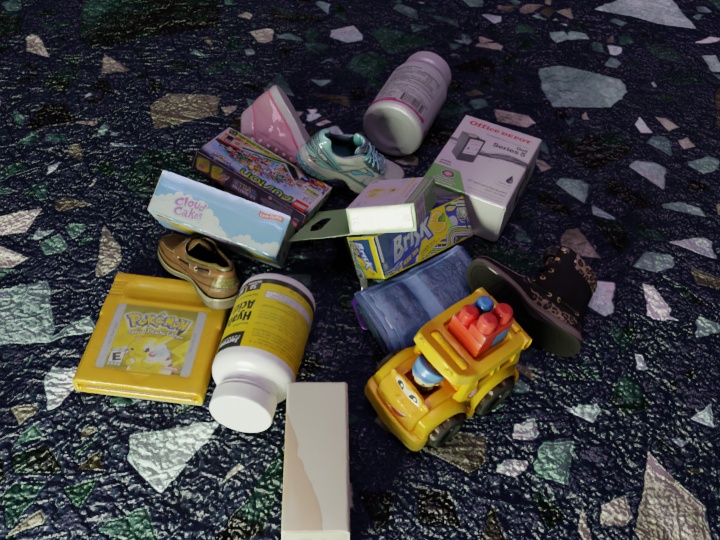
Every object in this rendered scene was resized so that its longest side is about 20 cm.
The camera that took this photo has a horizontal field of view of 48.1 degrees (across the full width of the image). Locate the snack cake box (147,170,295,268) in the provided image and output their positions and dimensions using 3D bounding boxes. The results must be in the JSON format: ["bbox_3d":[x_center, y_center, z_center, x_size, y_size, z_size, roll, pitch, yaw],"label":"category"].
[{"bbox_3d":[-0.203,-0.073,1.206,0.200,0.115,0.067,20,82,2],"label":"snack cake box"}]

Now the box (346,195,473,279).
[{"bbox_3d":[0.078,-0.052,1.231,0.200,0.070,0.064,-25,16,-35],"label":"box"}]

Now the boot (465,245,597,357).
[{"bbox_3d":[0.262,0.018,1.199,0.200,0.073,0.151,36,50,1],"label":"boot"}]

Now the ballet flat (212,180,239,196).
[{"bbox_3d":[-0.218,-0.124,1.313,0.067,0.062,0.200,-7,49,-10],"label":"ballet flat"}]

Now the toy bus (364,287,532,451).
[{"bbox_3d":[0.120,0.113,1.037,0.200,0.192,0.136,-29,66,-25],"label":"toy bus"}]

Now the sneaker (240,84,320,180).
[{"bbox_3d":[-0.141,-0.217,1.405,0.105,0.075,0.200,-31,72,9],"label":"sneaker"}]

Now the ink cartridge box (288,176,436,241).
[{"bbox_3d":[0.003,-0.093,1.209,0.200,0.048,0.146,-2,21,19],"label":"ink cartridge box"}]

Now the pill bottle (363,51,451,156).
[{"bbox_3d":[0.091,-0.309,1.472,0.113,0.113,0.200,20,49,12],"label":"pill bottle"}]

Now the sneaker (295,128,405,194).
[{"bbox_3d":[-0.001,-0.179,1.333,0.200,0.086,0.078,10,54,-31],"label":"sneaker"}]

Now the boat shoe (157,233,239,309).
[{"bbox_3d":[-0.236,-0.020,1.188,0.072,0.068,0.200,-19,37,-37],"label":"boat shoe"}]

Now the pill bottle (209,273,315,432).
[{"bbox_3d":[-0.133,0.110,1.077,0.111,0.111,0.200,10,48,4],"label":"pill bottle"}]

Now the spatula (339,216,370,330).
[{"bbox_3d":[0.000,0.000,1.234,0.056,0.021,0.200,-11,66,-15],"label":"spatula"}]

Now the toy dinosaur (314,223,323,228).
[{"bbox_3d":[0.012,-0.070,1.303,0.200,0.060,0.106,-15,35,-4],"label":"toy dinosaur"}]

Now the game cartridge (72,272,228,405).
[{"bbox_3d":[-0.286,0.091,1.135,0.176,0.032,0.200,6,48,1],"label":"game cartridge"}]

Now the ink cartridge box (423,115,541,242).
[{"bbox_3d":[0.203,-0.161,1.368,0.145,0.084,0.200,22,50,14],"label":"ink cartridge box"}]

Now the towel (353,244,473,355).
[{"bbox_3d":[0.099,0.044,1.190,0.200,0.049,0.112,-23,65,-25],"label":"towel"}]

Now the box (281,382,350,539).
[{"bbox_3d":[-0.054,0.242,0.978,0.078,0.095,0.200,1,47,-4],"label":"box"}]

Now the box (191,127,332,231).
[{"bbox_3d":[-0.156,-0.149,1.295,0.200,0.035,0.110,31,37,3],"label":"box"}]
